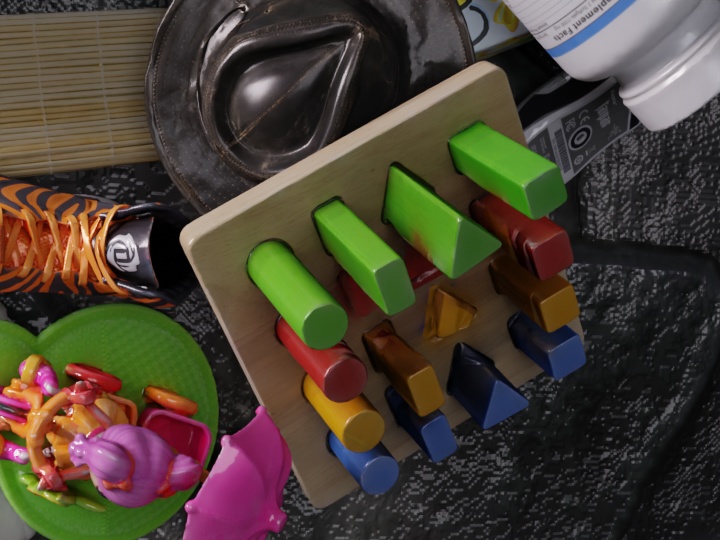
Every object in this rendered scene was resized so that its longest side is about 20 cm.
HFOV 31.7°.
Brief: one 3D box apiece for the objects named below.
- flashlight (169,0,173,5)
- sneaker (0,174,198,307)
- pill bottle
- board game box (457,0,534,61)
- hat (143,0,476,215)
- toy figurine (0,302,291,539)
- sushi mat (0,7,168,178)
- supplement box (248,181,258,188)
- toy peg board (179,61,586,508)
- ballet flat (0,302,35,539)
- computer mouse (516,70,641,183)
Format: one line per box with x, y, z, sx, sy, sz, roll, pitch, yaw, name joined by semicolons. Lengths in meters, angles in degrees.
-0.066;-0.234;0.796;0.067;0.068;0.203;8;86;22;flashlight
-0.168;-0.020;0.706;0.199;0.111;0.079;-2;95;-49;sneaker
0.132;-0.181;0.721;0.200;0.112;0.112;46;79;-10;pill bottle
0.071;-0.189;0.816;0.198;0.105;0.104;-22;94;-12;board game box
-0.034;-0.106;0.712;0.198;0.081;0.204;0;95;5;hat
-0.122;0.096;0.690;0.199;0.183;0.152;24;82;-34;toy figurine
-0.190;-0.106;0.761;0.198;0.012;0.097;-11;93;-35;sushi mat
0.000;0.000;0.810;0.124;0.073;0.203;-15;92;-13;supplement box
0.038;0.028;0.693;0.199;0.098;0.201;-30;122;-11;toy peg board
-0.228;0.075;0.765;0.068;0.069;0.203;-4;94;-13;ballet flat
0.161;-0.122;0.854;0.199;0.110;0.044;-35;53;-7;computer mouse
